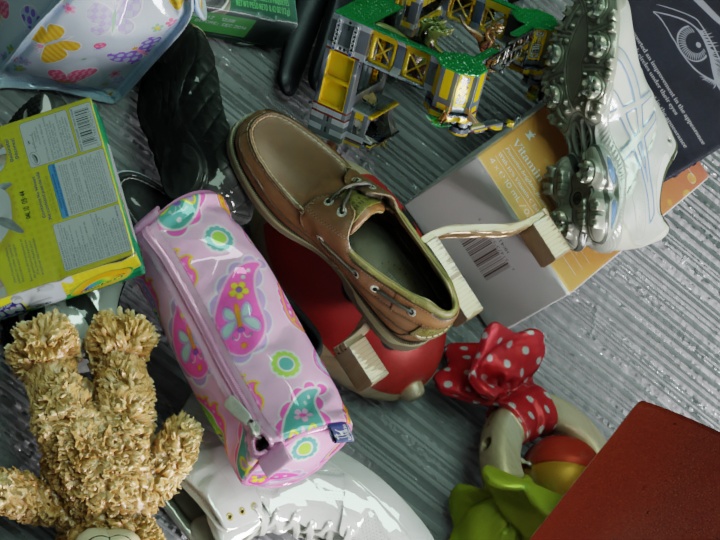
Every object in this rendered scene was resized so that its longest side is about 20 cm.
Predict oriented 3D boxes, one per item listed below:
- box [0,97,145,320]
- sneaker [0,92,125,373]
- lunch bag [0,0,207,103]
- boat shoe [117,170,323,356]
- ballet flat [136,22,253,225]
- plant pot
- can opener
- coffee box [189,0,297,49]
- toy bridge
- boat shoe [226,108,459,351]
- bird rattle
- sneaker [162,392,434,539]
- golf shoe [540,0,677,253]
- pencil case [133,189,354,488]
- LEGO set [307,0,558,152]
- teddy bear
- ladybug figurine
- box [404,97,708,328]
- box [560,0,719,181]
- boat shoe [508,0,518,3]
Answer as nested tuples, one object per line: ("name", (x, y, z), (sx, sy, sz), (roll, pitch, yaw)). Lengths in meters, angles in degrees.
("box", (-0.249, -0.024, 1.587), (0.199, 0.048, 0.118), (-17, 72, -1))
("sneaker", (-0.201, -0.022, 1.657), (0.080, 0.074, 0.201), (7, 70, -35))
("lunch bag", (-0.175, -0.234, 1.701), (0.127, 0.200, 0.170), (5, 61, -30))
("boat shoe", (-0.102, 0.000, 1.703), (0.200, 0.066, 0.070), (50, 49, 2))
("ballet flat", (-0.118, -0.102, 1.739), (0.057, 0.066, 0.201), (32, 30, -36))
("plant pot", (0.238, 0.234, 1.664), (0.200, 0.176, 0.201), (-46, 133, -41))
("can opener", (-0.024, -0.215, 1.883), (0.079, 0.063, 0.201), (44, 54, -40))
("coffee box", (-0.118, -0.270, 1.859), (0.122, 0.044, 0.201), (8, 60, -28))
("toy bridge", (0.059, 0.006, 1.726), (0.200, 0.027, 0.067), (-34, 90, -27))
("boat shoe", (-0.005, -0.038, 1.660), (0.200, 0.068, 0.072), (46, 63, -3))
("bird rattle", (0.122, 0.140, 1.777), (0.163, 0.113, 0.201), (30, 38, -30))
("sneaker", (-0.053, 0.167, 1.646), (0.200, 0.074, 0.116), (37, 53, 1))
("golf shoe", (0.187, -0.112, 1.799), (0.097, 0.078, 0.201), (5, 87, -34))
("pencil case", (-0.082, 0.047, 1.609), (0.087, 0.087, 0.201), (-14, 66, -37))
("LEGO set", (0.052, -0.135, 1.822), (0.153, 0.116, 0.200), (21, 28, 12))
("teddy bear", (-0.167, 0.120, 1.563), (0.144, 0.067, 0.201), (16, 73, -25))
("ladybug figurine", (0.000, 0.000, 1.766), (0.135, 0.072, 0.201), (-23, 79, -39))
("box", (0.151, -0.061, 1.875), (0.200, 0.097, 0.125), (-37, 93, -41))
("box", (0.267, -0.176, 1.815), (0.104, 0.200, 0.148), (-31, 89, -44))
("boat shoe", (0.070, -0.250, 1.934), (0.200, 0.073, 0.065), (6, 59, -57))
